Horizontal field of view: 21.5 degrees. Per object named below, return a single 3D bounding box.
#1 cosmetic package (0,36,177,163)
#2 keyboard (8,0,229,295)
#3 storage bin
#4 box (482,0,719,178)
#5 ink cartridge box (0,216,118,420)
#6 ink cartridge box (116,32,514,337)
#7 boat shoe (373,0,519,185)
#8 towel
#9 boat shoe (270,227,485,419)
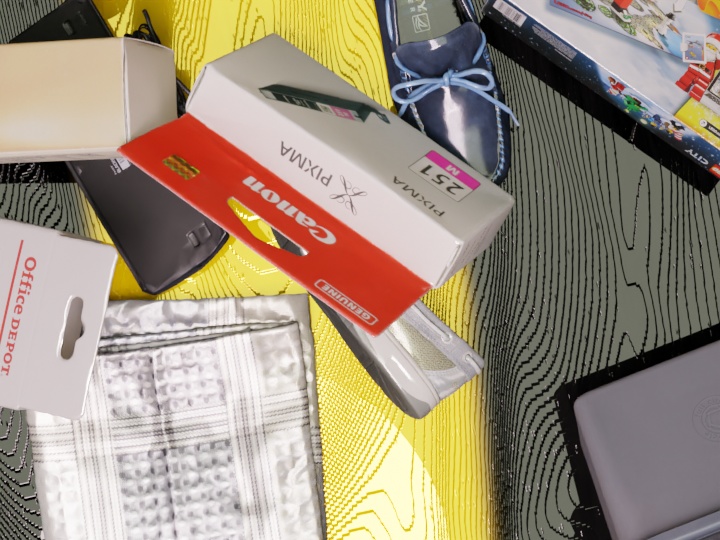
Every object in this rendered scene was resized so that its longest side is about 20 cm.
[{"bbox_3d":[-0.225,-0.105,1.204,0.200,0.105,0.071,-2,91,12],"label":"cosmetic package"},{"bbox_3d":[-0.147,-0.091,1.263,0.104,0.040,0.200,-31,87,19],"label":"keyboard"},{"bbox_3d":[0.235,0.126,1.210,0.200,0.146,0.134,-21,61,0],"label":"storage bin"},{"bbox_3d":[0.199,-0.168,1.230,0.200,0.038,0.137,36,72,1],"label":"box"},{"bbox_3d":[-0.242,0.022,1.213,0.200,0.068,0.116,12,90,18],"label":"ink cartridge box"},{"bbox_3d":[-0.024,-0.059,1.167,0.200,0.174,0.044,35,120,10],"label":"ink cartridge box"},{"bbox_3d":[0.043,-0.144,1.239,0.084,0.069,0.200,-24,89,0],"label":"boat shoe"},{"bbox_3d":[-0.121,0.115,1.252,0.192,0.035,0.200,-6,88,1],"label":"towel"},{"bbox_3d":[0.001,0.000,1.237,0.065,0.074,0.202,-35,88,-11],"label":"boat shoe"}]
